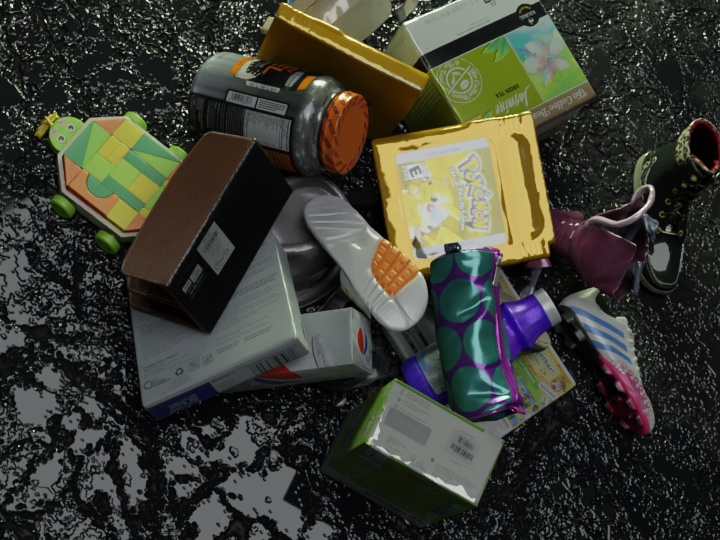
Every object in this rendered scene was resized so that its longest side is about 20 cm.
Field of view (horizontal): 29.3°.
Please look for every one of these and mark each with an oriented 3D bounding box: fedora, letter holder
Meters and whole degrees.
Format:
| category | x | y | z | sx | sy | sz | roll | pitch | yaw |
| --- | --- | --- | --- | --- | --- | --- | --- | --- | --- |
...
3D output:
| category | x | y | z | sx | sy | sz | roll | pitch | yaw |
| --- | --- | --- | --- | --- | --- | --- | --- | --- | --- |
| fedora | -0.088 | -0.050 | 1.675 | 0.198 | 0.090 | 0.178 | -22 | 80 | -22 |
| letter holder | -0.196 | -0.052 | 1.573 | 0.141 | 0.101 | 0.201 | 14 | 65 | 35 |

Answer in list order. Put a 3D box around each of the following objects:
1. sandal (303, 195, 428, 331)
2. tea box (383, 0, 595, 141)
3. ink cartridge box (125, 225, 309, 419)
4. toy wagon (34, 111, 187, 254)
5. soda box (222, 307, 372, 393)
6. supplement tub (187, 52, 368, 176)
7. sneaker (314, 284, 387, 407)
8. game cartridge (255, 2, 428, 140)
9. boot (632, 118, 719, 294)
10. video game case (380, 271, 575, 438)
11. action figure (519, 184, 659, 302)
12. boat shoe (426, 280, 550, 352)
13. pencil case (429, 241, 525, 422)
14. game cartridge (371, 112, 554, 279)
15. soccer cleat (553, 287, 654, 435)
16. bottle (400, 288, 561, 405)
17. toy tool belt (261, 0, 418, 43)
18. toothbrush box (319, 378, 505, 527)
| category | x | y | z | sx | sy | sz | roll | pitch | yaw |
| --- | --- | --- | --- | --- | --- | --- | --- | --- | --- |
| sandal | 0.007 | -0.004 | 1.614 | 0.079 | 0.059 | 0.207 | -28 | 61 | -19 |
| tea box | 0.159 | -0.246 | 1.791 | 0.199 | 0.134 | 0.198 | -28 | 84 | -23 |
| ink cartridge box | -0.168 | 0.048 | 1.580 | 0.195 | 0.043 | 0.201 | -24 | 49 | 10 |
| toy wagon | -0.306 | -0.122 | 1.660 | 0.199 | 0.040 | 0.156 | 38 | 66 | -3 |
| soda box | -0.088 | 0.094 | 1.587 | 0.198 | 0.063 | 0.069 | -8 | 71 | 20 |
| supplement tub | -0.098 | -0.185 | 1.658 | 0.198 | 0.123 | 0.123 | 16 | 65 | 21 |
| sneaker | 0.002 | 0.073 | 1.675 | 0.114 | 0.075 | 0.200 | 43 | 72 | -1 |
| game cartridge | -0.031 | -0.241 | 1.708 | 0.199 | 0.176 | 0.033 | 27 | 68 | -7 |
| boot | 0.415 | -0.085 | 1.805 | 0.073 | 0.154 | 0.206 | 8 | 70 | -14 |
| video game case | 0.149 | 0.107 | 1.735 | 0.181 | 0.023 | 0.201 | -30 | 83 | -23 |
| action figure | 0.266 | -0.038 | 1.747 | 0.198 | 0.150 | 0.134 | 17 | 50 | 25 |
| boat shoe | 0.144 | 0.049 | 1.718 | 0.199 | 0.057 | 0.067 | 34 | 30 | -7 |
| pencil case | 0.132 | 0.071 | 1.566 | 0.085 | 0.092 | 0.202 | 7 | 71 | -52 |
| game cartridge | 0.124 | -0.087 | 1.656 | 0.198 | 0.032 | 0.178 | -11 | 84 | 3 |
| soccer cleat | 0.330 | 0.111 | 1.762 | 0.086 | 0.070 | 0.201 | -31 | 83 | -23 |
| bottle | 0.145 | 0.092 | 1.648 | 0.199 | 0.084 | 0.066 | -32 | 105 | 2 |
| toy tool belt | -0.027 | -0.352 | 1.773 | 0.200 | 0.125 | 0.123 | -44 | 51 | -16 |
| toothbrush box | 0.055 | 0.213 | 1.574 | 0.145 | 0.200 | 0.087 | 30 | 66 | -5 |
